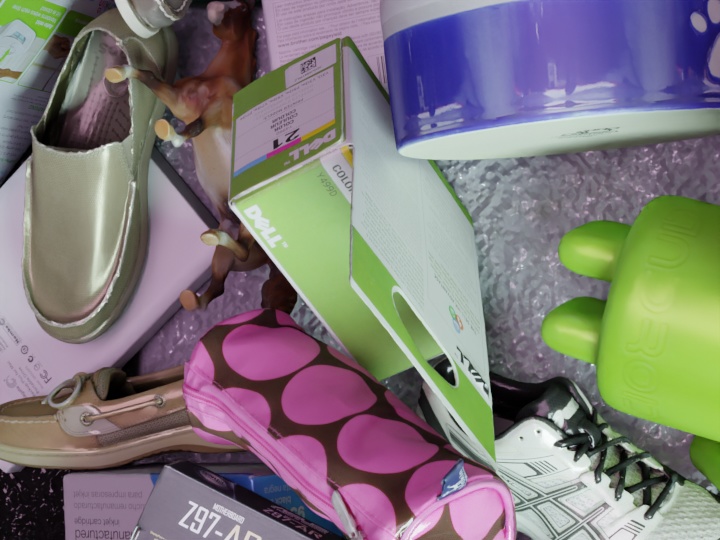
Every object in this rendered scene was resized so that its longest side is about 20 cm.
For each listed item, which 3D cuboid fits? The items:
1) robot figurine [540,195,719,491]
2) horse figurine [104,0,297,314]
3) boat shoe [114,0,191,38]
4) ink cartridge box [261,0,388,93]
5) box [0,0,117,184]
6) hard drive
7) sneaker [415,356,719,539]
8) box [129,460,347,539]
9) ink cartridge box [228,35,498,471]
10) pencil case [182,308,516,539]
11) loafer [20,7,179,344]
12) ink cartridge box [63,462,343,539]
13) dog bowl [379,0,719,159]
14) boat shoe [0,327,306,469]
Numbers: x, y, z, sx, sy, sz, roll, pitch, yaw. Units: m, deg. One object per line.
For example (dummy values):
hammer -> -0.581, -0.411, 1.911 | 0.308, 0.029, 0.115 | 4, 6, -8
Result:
robot figurine -> 0.196, 0.030, 0.949 | 0.199, 0.116, 0.177 | 14, 99, 19
horse figurine -> -0.075, -0.054, 1.060 | 0.050, 0.132, 0.201 | -19, 93, 26
boat shoe -> -0.104, -0.228, 1.071 | 0.059, 0.072, 0.201 | -7, 63, 21
ink cartridge box -> 0.003, -0.158, 1.067 | 0.119, 0.042, 0.201 | -9, 88, 19
box -> -0.244, -0.137, 1.072 | 0.097, 0.200, 0.177 | 43, 103, 17
hard drive -> -0.184, 0.007, 1.137 | 0.200, 0.026, 0.132 | -45, 75, 13
sneaker -> 0.112, 0.105, 0.976 | 0.199, 0.076, 0.088 | 18, 131, 24
box -> -0.042, 0.211, 0.954 | 0.199, 0.044, 0.161 | 25, 92, 9
ink cartridge box -> 0.000, 0.000, 0.956 | 0.075, 0.148, 0.201 | -24, 36, 18
pencil case -> -0.013, 0.092, 0.938 | 0.200, 0.093, 0.091 | 33, 128, 45
loafer -> -0.160, -0.057, 1.080 | 0.075, 0.068, 0.201 | 12, 93, 20
ink cartridge box -> -0.086, 0.211, 1.049 | 0.144, 0.084, 0.202 | -5, 87, 35
dog bowl -> 0.111, -0.106, 0.940 | 0.199, 0.200, 0.079 | -6, 89, 20
boat shoe -> -0.121, 0.072, 1.078 | 0.199, 0.073, 0.064 | -5, 103, 14
